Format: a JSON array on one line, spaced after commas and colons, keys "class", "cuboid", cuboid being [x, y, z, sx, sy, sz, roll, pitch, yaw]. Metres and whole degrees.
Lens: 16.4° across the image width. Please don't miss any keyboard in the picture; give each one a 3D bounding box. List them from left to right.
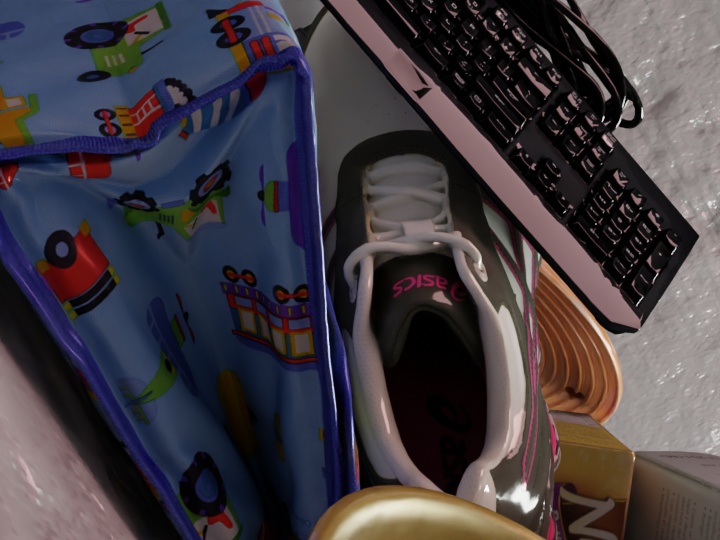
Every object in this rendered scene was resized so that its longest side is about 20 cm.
[{"class": "keyboard", "cuboid": [0.036, -0.080, 0.745, 0.200, 0.040, 0.104, 49, 30, -6]}]

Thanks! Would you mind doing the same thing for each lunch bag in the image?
[{"class": "lunch bag", "cuboid": [-0.044, 0.015, 0.706, 0.151, 0.094, 0.200, -114, -174, -62]}]

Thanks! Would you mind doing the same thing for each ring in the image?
[{"class": "ring", "cuboid": [0.018, 0.002, 1.008, 0.200, 0.019, 0.201, 26, -22, 11]}]

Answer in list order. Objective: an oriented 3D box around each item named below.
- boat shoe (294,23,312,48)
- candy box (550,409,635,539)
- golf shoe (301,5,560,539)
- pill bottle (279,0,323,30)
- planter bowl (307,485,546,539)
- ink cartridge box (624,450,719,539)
[{"class": "boat shoe", "cuboid": [0.000, -0.001, 0.821, 0.075, 0.066, 0.200, 107, -22, -64]}, {"class": "candy box", "cuboid": [0.058, 0.111, 0.910, 0.200, 0.056, 0.117, 18, 80, -88]}, {"class": "golf shoe", "cuboid": [0.023, -0.004, 0.737, 0.088, 0.077, 0.201, 78, 1, -70]}, {"class": "pill bottle", "cuboid": [-0.016, -0.114, 0.974, 0.113, 0.113, 0.200, 61, -28, -10]}, {"class": "planter bowl", "cuboid": [0.036, 0.147, 0.520, 0.200, 0.083, 0.201, 39, 20, -17]}, {"class": "ink cartridge box", "cuboid": [0.127, 0.172, 0.793, 0.174, 0.043, 0.201, -159, -104, -64]}]
